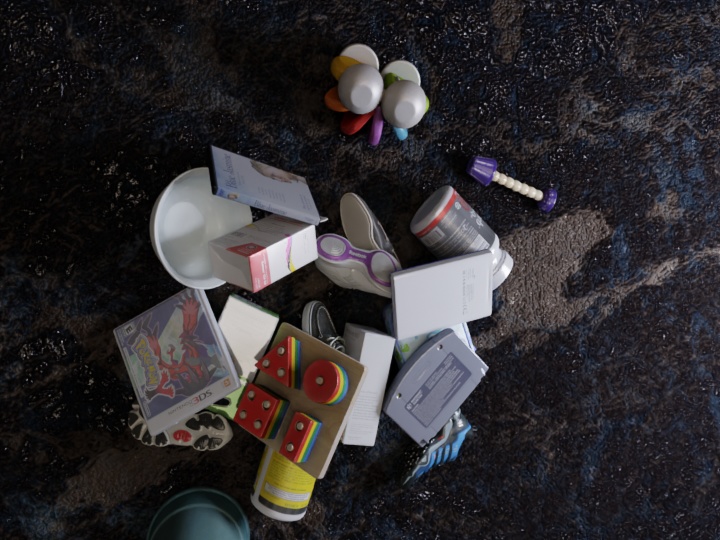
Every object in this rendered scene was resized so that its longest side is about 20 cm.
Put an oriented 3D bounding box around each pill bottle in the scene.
[{"bbox_3d":[0.200,-0.057,1.074,0.199,0.116,0.117,43,84,-12],"label":"pill bottle"},{"bbox_3d":[-0.126,0.344,1.025,0.111,0.114,0.207,18,90,-13],"label":"pill bottle"}]

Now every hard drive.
[{"bbox_3d":[0.152,0.045,1.011,0.193,0.025,0.136,-13,118,-13],"label":"hard drive"}]

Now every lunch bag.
[{"bbox_3d":[0.141,0.141,1.089,0.156,0.082,0.206,-22,98,-9],"label":"lunch bag"}]

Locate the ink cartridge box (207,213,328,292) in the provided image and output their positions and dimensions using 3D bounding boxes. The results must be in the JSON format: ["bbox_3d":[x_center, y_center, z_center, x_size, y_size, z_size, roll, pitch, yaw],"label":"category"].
[{"bbox_3d":[-0.154,-0.042,0.966,0.198,0.114,0.070,-31,126,-43],"label":"ink cartridge box"}]

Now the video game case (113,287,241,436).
[{"bbox_3d":[-0.326,0.155,0.967,0.178,0.023,0.205,-27,77,1],"label":"video game case"}]

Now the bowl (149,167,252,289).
[{"bbox_3d":[-0.291,-0.074,0.957,0.198,0.088,0.210,-9,102,-50],"label":"bowl"}]

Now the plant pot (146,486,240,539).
[{"bbox_3d":[-0.293,0.523,0.957,0.192,0.196,0.209,-1,94,-11],"label":"plant pot"}]

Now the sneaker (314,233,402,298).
[{"bbox_3d":[0.000,0.000,1.039,0.195,0.100,0.076,26,60,2],"label":"sneaker"}]

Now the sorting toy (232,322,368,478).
[{"bbox_3d":[-0.115,0.216,0.951,0.195,0.069,0.204,22,83,29],"label":"sorting toy"}]

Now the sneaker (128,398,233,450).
[{"bbox_3d":[-0.328,0.287,1.000,0.193,0.084,0.083,15,74,2],"label":"sneaker"}]

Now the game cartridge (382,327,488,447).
[{"bbox_3d":[0.137,0.216,1.035,0.133,0.041,0.201,43,87,-19],"label":"game cartridge"}]

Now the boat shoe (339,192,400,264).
[{"bbox_3d":[0.021,-0.059,1.072,0.065,0.057,0.205,-25,96,27],"label":"boat shoe"}]

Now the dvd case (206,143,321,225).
[{"bbox_3d":[-0.169,-0.150,0.953,0.194,0.145,0.018,14,124,-31],"label":"dvd case"}]

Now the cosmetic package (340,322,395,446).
[{"bbox_3d":[-0.002,0.215,1.046,0.069,0.101,0.208,12,90,-24],"label":"cosmetic package"}]

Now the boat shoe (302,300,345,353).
[{"bbox_3d":[-0.055,0.151,1.025,0.071,0.070,0.207,1,70,-48],"label":"boat shoe"}]

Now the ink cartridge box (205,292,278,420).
[{"bbox_3d":[-0.236,0.158,1.016,0.101,0.059,0.206,24,88,-11],"label":"ink cartridge box"}]

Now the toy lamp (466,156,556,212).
[{"bbox_3d":[0.308,-0.180,1.123,0.194,0.058,0.060,21,89,-16],"label":"toy lamp"}]

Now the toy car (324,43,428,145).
[{"bbox_3d":[0.026,-0.310,1.014,0.193,0.178,0.153,15,125,-13],"label":"toy car"}]

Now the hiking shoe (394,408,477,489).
[{"bbox_3d":[0.153,0.373,1.109,0.087,0.074,0.200,45,84,-10],"label":"hiking shoe"}]
